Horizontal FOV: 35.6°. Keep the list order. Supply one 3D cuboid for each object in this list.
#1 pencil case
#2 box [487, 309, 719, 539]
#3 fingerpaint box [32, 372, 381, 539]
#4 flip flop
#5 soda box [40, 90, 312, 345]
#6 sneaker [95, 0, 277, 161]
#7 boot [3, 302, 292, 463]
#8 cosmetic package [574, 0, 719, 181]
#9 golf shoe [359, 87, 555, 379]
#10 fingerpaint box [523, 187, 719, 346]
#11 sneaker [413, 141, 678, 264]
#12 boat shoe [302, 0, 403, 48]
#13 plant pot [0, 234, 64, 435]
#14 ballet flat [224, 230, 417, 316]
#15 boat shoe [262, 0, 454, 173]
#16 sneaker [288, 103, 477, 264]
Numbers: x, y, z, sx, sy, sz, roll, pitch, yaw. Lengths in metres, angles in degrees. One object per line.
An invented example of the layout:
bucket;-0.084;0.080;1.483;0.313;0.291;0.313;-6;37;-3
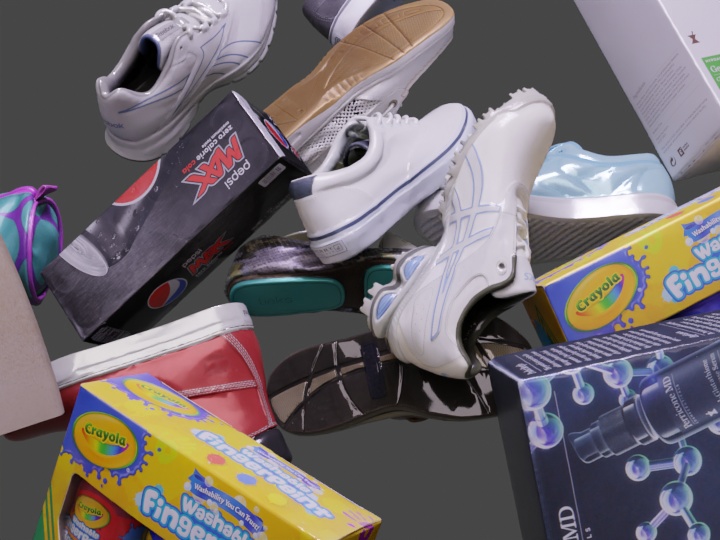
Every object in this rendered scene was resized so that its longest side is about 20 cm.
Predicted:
pencil case;-0.328;-0.026;0.848;0.197;0.085;0.094;5;96;4
box;0.190;0.109;0.658;0.197;0.107;0.151;-12;92;-2
fingerpaint box;-0.109;0.185;0.701;0.199;0.073;0.169;27;104;25
flip flop;0.030;0.079;0.808;0.197;0.058;0.082;-13;72;14
soda box;-0.134;-0.033;0.818;0.200;0.063;0.071;-42;70;9
sneaker;-0.134;-0.179;0.896;0.074;0.087;0.201;30;72;16
boot;-0.154;0.122;0.794;0.197;0.072;0.146;-18;80;3
cosmetic package;0.252;-0.180;0.863;0.106;0.085;0.202;-15;69;-25
golf shoe;0.090;-0.019;0.741;0.097;0.078;0.202;30;91;38
fingerpaint box;0.234;0.043;0.759;0.198;0.073;0.169;-25;91;-6
sneaker;0.138;-0.056;0.849;0.197;0.074;0.083;2;55;-2
boat shoe;0.026;-0.270;0.937;0.066;0.070;0.201;36;82;14
plant pot;-0.335;0.023;0.707;0.198;0.199;0.180;-3;96;32
ballet flat;0.000;0.000;0.833;0.197;0.072;0.073;4;69;4
boat shoe;-0.002;-0.134;0.884;0.199;0.070;0.071;-37;39;-3
sneaker;0.022;-0.085;0.820;0.072;0.071;0.200;-10;25;40
